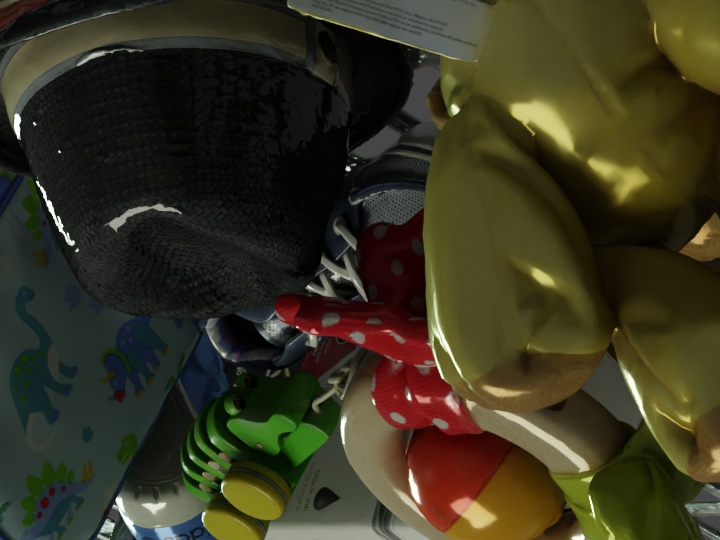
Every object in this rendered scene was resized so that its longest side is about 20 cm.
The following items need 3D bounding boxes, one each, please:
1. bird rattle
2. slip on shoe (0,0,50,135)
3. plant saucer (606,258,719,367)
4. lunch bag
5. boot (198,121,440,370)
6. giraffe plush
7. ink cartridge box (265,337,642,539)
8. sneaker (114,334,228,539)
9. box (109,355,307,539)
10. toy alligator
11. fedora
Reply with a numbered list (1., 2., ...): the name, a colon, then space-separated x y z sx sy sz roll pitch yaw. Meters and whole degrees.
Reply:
1. bird rattle: 0.050 0.068 0.885 0.200 0.113 0.163 24 146 -7
2. slip on shoe: -0.126 -0.083 0.953 0.200 0.061 0.074 -6 147 39
3. plant saucer: 0.144 0.009 0.901 0.200 0.034 0.200 37 159 17
4. lunch bag: -0.159 0.025 1.065 0.082 0.200 0.161 4 144 35
5. boot: 0.000 0.000 0.980 0.073 0.090 0.200 48 159 -8
6. giraffe plush: 0.079 -0.037 0.720 0.200 0.173 0.162 35 -178 7
7. ink cartridge box: 0.051 0.072 1.080 0.083 0.147 0.200 32 156 -29
8. sneaker: -0.093 0.086 1.186 0.077 0.200 0.111 -20 127 0
9. box: -0.048 0.134 1.322 0.049 0.162 0.200 2 154 40
10. toy alligator: -0.044 0.069 1.017 0.054 0.059 0.200 30 149 -1
11. fedora: -0.066 -0.035 0.890 0.200 0.092 0.201 -7 162 -2
